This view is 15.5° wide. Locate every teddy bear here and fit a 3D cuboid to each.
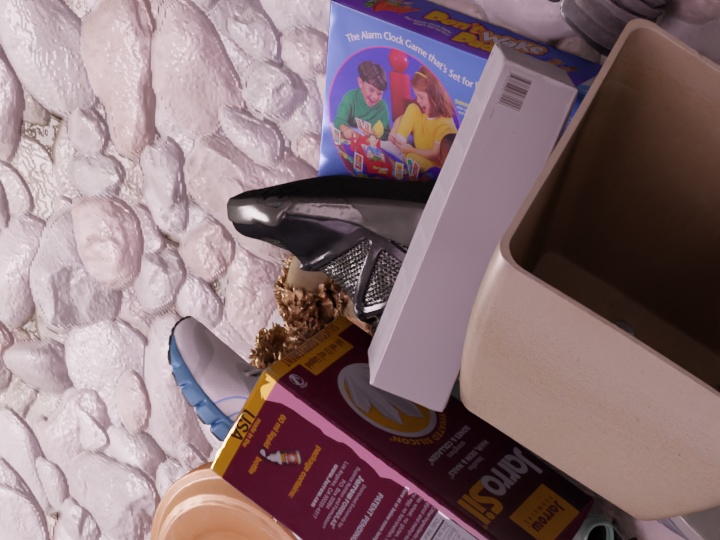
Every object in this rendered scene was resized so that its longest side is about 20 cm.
[{"bbox_3d":[-0.016,0.078,1.770,0.145,0.067,0.201,0,103,31],"label":"teddy bear"}]

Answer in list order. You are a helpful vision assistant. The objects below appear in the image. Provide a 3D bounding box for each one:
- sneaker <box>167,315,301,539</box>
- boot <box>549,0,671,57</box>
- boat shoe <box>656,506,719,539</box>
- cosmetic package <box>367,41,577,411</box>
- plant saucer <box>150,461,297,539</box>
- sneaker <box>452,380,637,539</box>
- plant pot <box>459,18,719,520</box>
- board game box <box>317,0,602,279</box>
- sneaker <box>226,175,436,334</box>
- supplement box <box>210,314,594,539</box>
[{"bbox_3d":[-0.042,0.096,1.719,0.087,0.075,0.200,-44,83,16],"label":"sneaker"},{"bbox_3d":[0.121,-0.224,1.502,0.132,0.070,0.200,-39,78,49],"label":"boot"},{"bbox_3d":[0.178,0.112,1.615,0.201,0.070,0.072,43,155,11],"label":"boat shoe"},{"bbox_3d":[0.063,-0.026,1.516,0.050,0.083,0.201,21,101,-7],"label":"cosmetic package"},{"bbox_3d":[-0.078,0.234,1.909,0.200,0.032,0.201,19,121,35],"label":"plant saucer"},{"bbox_3d":[0.103,0.136,1.674,0.118,0.074,0.201,-15,109,50],"label":"sneaker"},{"bbox_3d":[0.164,0.021,1.470,0.200,0.200,0.177,33,143,-1],"label":"plant pot"},{"bbox_3d":[0.067,-0.083,1.626,0.200,0.045,0.135,24,124,31],"label":"board game box"},{"bbox_3d":[0.000,0.000,1.638,0.199,0.076,0.115,7,108,33],"label":"sneaker"},{"bbox_3d":[0.026,0.130,1.603,0.200,0.110,0.086,36,120,11],"label":"supplement box"}]
